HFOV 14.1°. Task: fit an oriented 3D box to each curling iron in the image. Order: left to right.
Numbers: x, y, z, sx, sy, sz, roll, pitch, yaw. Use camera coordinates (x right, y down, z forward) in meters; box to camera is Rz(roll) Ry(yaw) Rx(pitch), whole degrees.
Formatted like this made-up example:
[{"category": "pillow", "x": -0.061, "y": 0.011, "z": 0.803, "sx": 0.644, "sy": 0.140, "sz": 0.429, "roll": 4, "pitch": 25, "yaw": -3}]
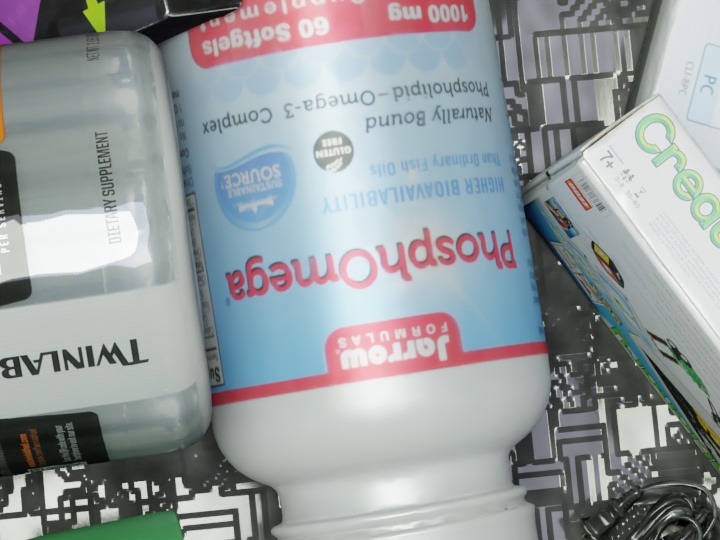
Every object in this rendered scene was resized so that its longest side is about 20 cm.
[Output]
[{"category": "curling iron", "x": 0.071, "y": 0.162, "z": 0.943, "sx": 0.049, "sy": 0.026, "sz": 0.201, "roll": 18, "pitch": 89, "yaw": 17}]

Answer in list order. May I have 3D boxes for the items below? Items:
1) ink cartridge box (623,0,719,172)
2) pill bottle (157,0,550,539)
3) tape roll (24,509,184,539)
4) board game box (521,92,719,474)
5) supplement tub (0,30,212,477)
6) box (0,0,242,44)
[{"category": "ink cartridge box", "x": 0.199, "y": -0.087, "z": 0.960, "sx": 0.199, "sy": 0.047, "sz": 0.161, "roll": 15, "pitch": 84, "yaw": -2}, {"category": "pill bottle", "x": 0.000, "y": 0.000, "z": 0.903, "sx": 0.108, "sy": 0.109, "sz": 0.201, "roll": -9, "pitch": 87, "yaw": -6}, {"category": "tape roll", "x": -0.056, "y": 0.172, "z": 0.839, "sx": 0.048, "sy": 0.200, "sz": 0.202, "roll": -11, "pitch": 87, "yaw": -5}, {"category": "board game box", "x": 0.128, "y": 0.041, "z": 0.905, "sx": 0.035, "sy": 0.126, "sz": 0.200, "roll": -37, "pitch": 91, "yaw": -7}, {"category": "supplement tub", "x": -0.146, "y": 0.003, "z": 0.826, "sx": 0.199, "sy": 0.123, "sz": 0.123, "roll": -8, "pitch": 87, "yaw": -3}, {"category": "box", "x": -0.120, "y": -0.154, "z": 0.893, "sx": 0.036, "sy": 0.143, "sz": 0.201, "roll": -12, "pitch": 85, "yaw": -46}]
